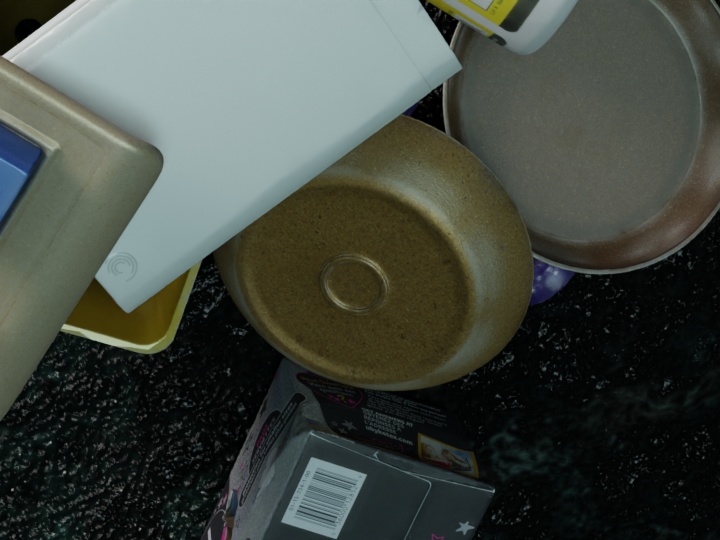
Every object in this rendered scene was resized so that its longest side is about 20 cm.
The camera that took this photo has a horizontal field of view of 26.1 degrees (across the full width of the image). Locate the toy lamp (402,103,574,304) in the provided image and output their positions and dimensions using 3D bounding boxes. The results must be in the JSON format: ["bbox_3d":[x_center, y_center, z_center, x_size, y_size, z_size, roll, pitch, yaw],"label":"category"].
[{"bbox_3d":[0.050,-0.058,0.940,0.058,0.058,0.200,-43,115,6],"label":"toy lamp"}]

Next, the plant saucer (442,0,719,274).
[{"bbox_3d":[0.137,-0.098,0.925,0.200,0.032,0.201,0,89,-19],"label":"plant saucer"}]

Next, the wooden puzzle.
[{"bbox_3d":[-0.216,-0.024,0.689,0.200,0.046,0.185,29,115,-16],"label":"wooden puzzle"}]

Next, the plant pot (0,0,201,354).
[{"bbox_3d":[-0.171,-0.103,0.804,0.199,0.176,0.200,17,107,-19],"label":"plant pot"}]

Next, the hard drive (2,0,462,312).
[{"bbox_3d":[-0.069,-0.088,0.723,0.200,0.026,0.132,-36,115,3],"label":"hard drive"}]

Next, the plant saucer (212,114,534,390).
[{"bbox_3d":[0.000,0.000,0.911,0.200,0.035,0.201,9,126,12],"label":"plant saucer"}]

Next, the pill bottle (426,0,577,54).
[{"bbox_3d":[0.035,-0.211,0.830,0.200,0.112,0.113,31,103,-6],"label":"pill bottle"}]

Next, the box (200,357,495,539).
[{"bbox_3d":[-0.025,0.178,0.985,0.132,0.115,0.200,20,105,-18],"label":"box"}]
